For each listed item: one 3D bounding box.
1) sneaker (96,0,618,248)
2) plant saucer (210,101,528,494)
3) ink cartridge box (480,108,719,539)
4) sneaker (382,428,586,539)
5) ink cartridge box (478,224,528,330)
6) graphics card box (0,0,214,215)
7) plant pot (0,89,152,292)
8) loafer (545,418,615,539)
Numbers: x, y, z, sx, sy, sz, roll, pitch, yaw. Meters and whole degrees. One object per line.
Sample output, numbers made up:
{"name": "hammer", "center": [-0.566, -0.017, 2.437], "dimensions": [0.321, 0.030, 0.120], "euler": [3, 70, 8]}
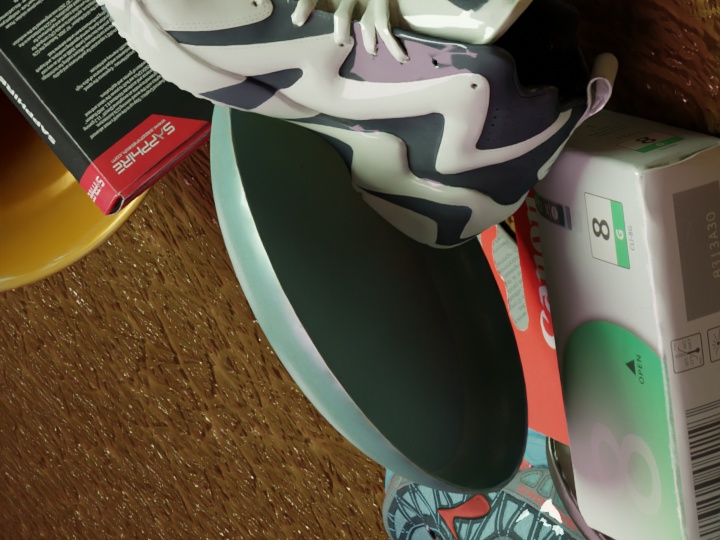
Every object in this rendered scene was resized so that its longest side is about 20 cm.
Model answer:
{"name": "sneaker", "center": [0.007, -0.099, 1.047], "dimensions": [0.199, 0.080, 0.130], "euler": [40, 133, -16]}
{"name": "plant saucer", "center": [0.000, 0.000, 1.136], "dimensions": [0.200, 0.027, 0.200], "euler": [47, -154, -32]}
{"name": "ink cartridge box", "center": [0.083, 0.015, 1.162], "dimensions": [0.200, 0.050, 0.161], "euler": [19, 123, 58]}
{"name": "sneaker", "center": [0.058, 0.126, 1.365], "dimensions": [0.079, 0.096, 0.200], "euler": [26, 160, -19]}
{"name": "ink cartridge box", "center": [0.057, 0.040, 1.391], "dimensions": [0.200, 0.043, 0.196], "euler": [49, 163, 10]}
{"name": "graphics card box", "center": [-0.129, -0.140, 1.342], "dimensions": [0.200, 0.125, 0.051], "euler": [50, 164, 0]}
{"name": "plant pot", "center": [-0.220, -0.119, 1.549], "dimensions": [0.183, 0.200, 0.200], "euler": [55, 172, 48]}
{"name": "loafer", "center": [0.166, 0.114, 1.236], "dimensions": [0.200, 0.073, 0.071], "euler": [41, 149, 11]}
